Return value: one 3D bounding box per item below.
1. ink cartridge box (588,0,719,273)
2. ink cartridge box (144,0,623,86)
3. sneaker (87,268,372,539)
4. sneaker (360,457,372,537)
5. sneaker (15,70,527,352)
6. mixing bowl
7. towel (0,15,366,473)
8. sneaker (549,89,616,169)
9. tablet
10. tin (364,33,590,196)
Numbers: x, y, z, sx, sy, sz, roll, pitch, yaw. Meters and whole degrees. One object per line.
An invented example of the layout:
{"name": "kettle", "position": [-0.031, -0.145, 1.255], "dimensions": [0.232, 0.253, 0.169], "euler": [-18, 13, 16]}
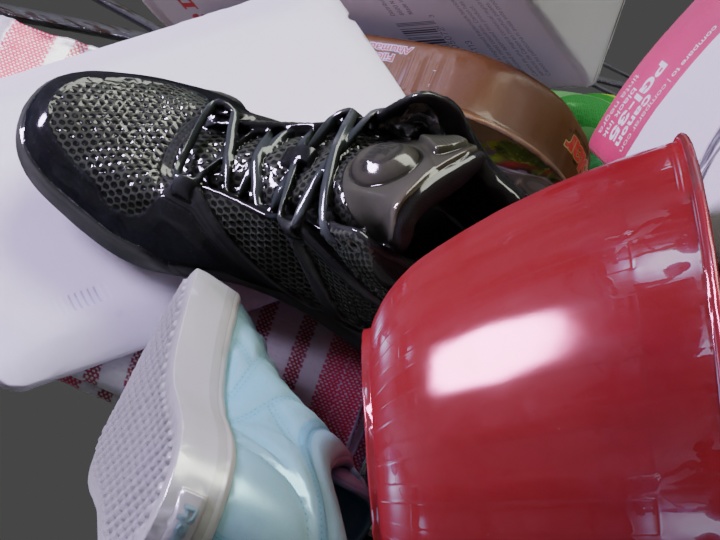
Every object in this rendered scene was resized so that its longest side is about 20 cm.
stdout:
{"name": "ink cartridge box", "position": [0.178, -0.010, 0.978], "dimensions": [0.146, 0.083, 0.200], "euler": [37, 8, -18]}
{"name": "ink cartridge box", "position": [-0.001, -0.150, 1.219], "dimensions": [0.199, 0.083, 0.147], "euler": [0, -33, 37]}
{"name": "sneaker", "position": [-0.039, 0.066, 0.905], "dimensions": [0.082, 0.074, 0.200], "euler": [29, 18, -13]}
{"name": "sneaker", "position": [0.042, 0.055, 1.044], "dimensions": [0.078, 0.090, 0.200], "euler": [21, 13, -9]}
{"name": "sneaker", "position": [-0.024, -0.033, 0.968], "dimensions": [0.199, 0.076, 0.114], "euler": [27, -28, 6]}
{"name": "mixing bowl", "position": [0.057, 0.060, 0.871], "dimensions": [0.108, 0.201, 0.200], "euler": [-4, 11, 2]}
{"name": "towel", "position": [-0.074, -0.008, 1.043], "dimensions": [0.199, 0.030, 0.147], "euler": [20, 52, 2]}
{"name": "sneaker", "position": [0.058, -0.059, 1.296], "dimensions": [0.199, 0.074, 0.083], "euler": [26, 26, 35]}
{"name": "tablet", "position": [-0.070, -0.036, 1.038], "dimensions": [0.199, 0.014, 0.130], "euler": [-19, 61, -25]}
{"name": "tin", "position": [0.005, -0.061, 1.229], "dimensions": [0.199, 0.042, 0.112], "euler": [11, -23, 23]}
